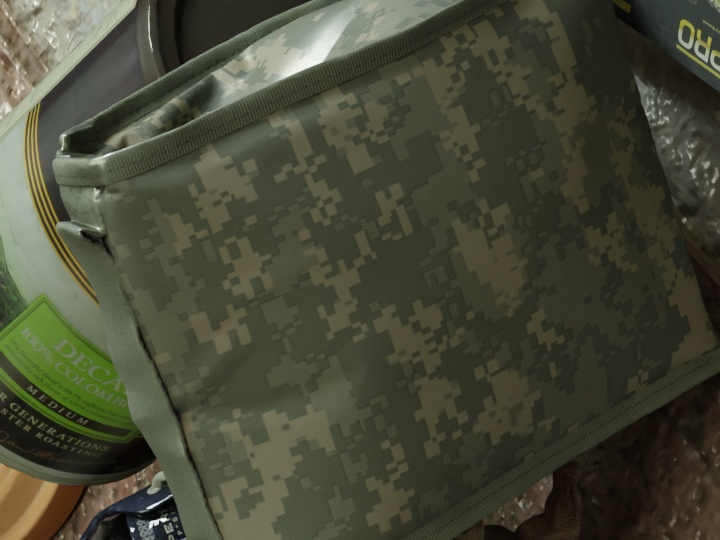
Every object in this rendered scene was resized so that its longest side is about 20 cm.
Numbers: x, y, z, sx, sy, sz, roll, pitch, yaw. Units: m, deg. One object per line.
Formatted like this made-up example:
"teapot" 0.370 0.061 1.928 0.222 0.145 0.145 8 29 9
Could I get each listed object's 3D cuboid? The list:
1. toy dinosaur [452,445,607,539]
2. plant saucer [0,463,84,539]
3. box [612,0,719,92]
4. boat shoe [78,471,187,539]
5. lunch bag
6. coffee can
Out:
"toy dinosaur" 0.046 0.143 0.960 0.200 0.085 0.136 63 142 38
"plant saucer" -0.185 0.037 1.293 0.200 0.032 0.202 -1 88 49
"box" 0.094 -0.153 0.878 0.200 0.049 0.162 40 145 27
"boat shoe" -0.036 0.092 1.070 0.200 0.092 0.075 -50 54 36
"lunch bag" 0.000 0.000 0.911 0.117 0.199 0.165 4 118 56
"coffee can" -0.073 -0.023 1.078 0.200 0.146 0.147 -39 61 42
